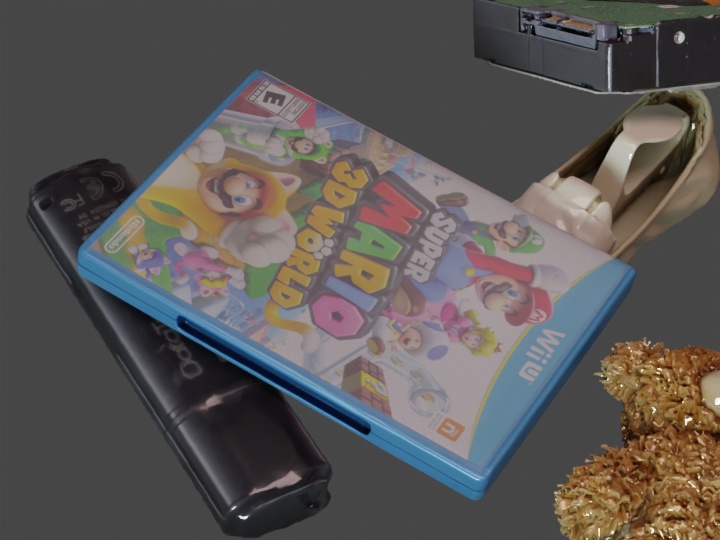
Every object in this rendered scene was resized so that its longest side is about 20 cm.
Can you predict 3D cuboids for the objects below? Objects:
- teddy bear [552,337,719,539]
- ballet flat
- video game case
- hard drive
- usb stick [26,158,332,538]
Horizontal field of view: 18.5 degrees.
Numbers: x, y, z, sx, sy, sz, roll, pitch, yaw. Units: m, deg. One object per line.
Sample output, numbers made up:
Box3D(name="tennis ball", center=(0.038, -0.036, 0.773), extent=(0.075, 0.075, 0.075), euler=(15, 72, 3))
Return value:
Box3D(name="teddy bear", center=(0.146, 0.109, 0.913), extent=(0.145, 0.067, 0.200), euler=(27, 47, 5))
Box3D(name="ballet flat", center=(0.106, -0.030, 1.030), extent=(0.069, 0.070, 0.200), euler=(36, 49, 17))
Box3D(name="video game case", center=(0.000, 0.000, 0.949), extent=(0.200, 0.018, 0.143), euler=(29, 50, 14))
Box3D(name="hard drive", center=(0.174, -0.121, 1.106), extent=(0.200, 0.038, 0.140), euler=(-8, 15, -24))
Box3D(name="usb stick", center=(-0.080, 0.030, 0.943), extent=(0.055, 0.033, 0.200), euler=(-22, 58, -23))
